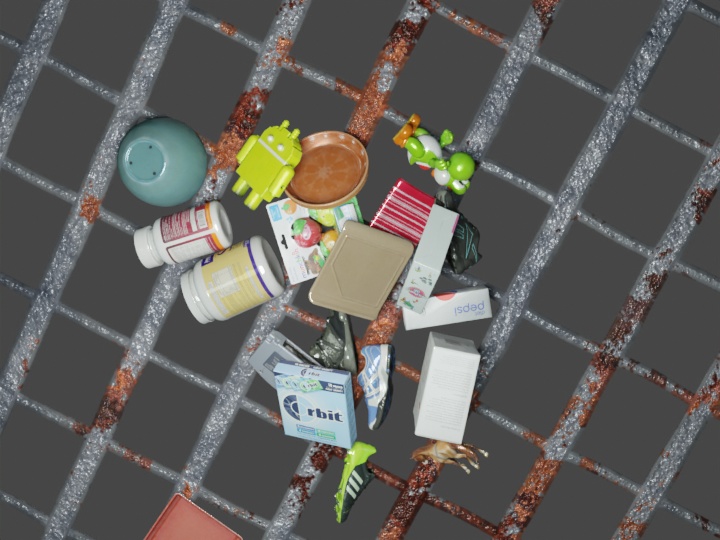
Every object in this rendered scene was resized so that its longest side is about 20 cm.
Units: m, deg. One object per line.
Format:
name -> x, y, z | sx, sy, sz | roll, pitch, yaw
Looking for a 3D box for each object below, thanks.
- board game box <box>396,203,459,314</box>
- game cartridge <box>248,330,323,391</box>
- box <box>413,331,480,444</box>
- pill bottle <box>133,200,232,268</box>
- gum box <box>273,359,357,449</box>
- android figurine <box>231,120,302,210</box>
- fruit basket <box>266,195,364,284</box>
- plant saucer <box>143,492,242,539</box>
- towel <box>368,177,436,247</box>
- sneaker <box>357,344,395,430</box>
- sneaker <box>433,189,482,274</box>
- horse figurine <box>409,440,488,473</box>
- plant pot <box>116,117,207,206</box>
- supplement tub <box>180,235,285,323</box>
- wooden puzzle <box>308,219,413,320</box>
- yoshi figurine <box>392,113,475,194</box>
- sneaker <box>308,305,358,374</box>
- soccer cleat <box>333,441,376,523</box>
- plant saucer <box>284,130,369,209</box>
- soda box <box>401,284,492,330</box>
board game box -> 0.142, -0.020, 1.493 | 0.064, 0.201, 0.149 | 21, 62, 3
game cartridge -> -0.155, 0.235, 1.614 | 0.199, 0.042, 0.133 | 39, 134, -6
box -> 0.189, 0.257, 1.573 | 0.105, 0.152, 0.203 | 11, 98, 1
pill bottle -> -0.396, -0.077, 1.581 | 0.198, 0.110, 0.111 | -16, 96, 5
gum box -> -0.099, 0.301, 1.584 | 0.168, 0.045, 0.202 | 8, 125, 18
android figurine -> -0.203, -0.235, 1.544 | 0.201, 0.041, 0.182 | -52, 51, 10
fruit basket -> -0.087, -0.087, 1.561 | 0.198, 0.094, 0.187 | -19, 96, -13
plant saucer -> -0.413, 0.664, 1.713 | 0.199, 0.037, 0.201 | 35, 98, -1
towel -> 0.085, -0.092, 1.563 | 0.144, 0.022, 0.201 | 27, 100, -35
sneaker -> 0.034, 0.266, 1.630 | 0.076, 0.076, 0.203 | 6, 92, 15
sneaker -> 0.216, -0.092, 1.563 | 0.078, 0.076, 0.202 | -21, 118, -6
horse figurine -> 0.205, 0.415, 1.598 | 0.131, 0.200, 0.050 | 26, 62, -3
plant pot -> -0.452, -0.239, 1.551 | 0.197, 0.135, 0.203 | 0, 98, 3
supplement tub -> -0.282, 0.023, 1.570 | 0.198, 0.145, 0.147 | -23, 96, 5
wooden puzzle -> 0.000, 0.000, 1.543 | 0.183, 0.037, 0.202 | 17, 109, -30
yoshi figurine -> 0.175, -0.256, 1.534 | 0.200, 0.112, 0.113 | 42, 91, -6
sneaker -> -0.072, 0.145, 1.610 | 0.113, 0.076, 0.202 | -7, 97, 4
soccer cleat -> -0.012, 0.503, 1.661 | 0.080, 0.068, 0.202 | 11, 97, -12
plant saucer -> -0.078, -0.217, 1.541 | 0.198, 0.032, 0.202 | -5, 60, 8
soda box -> 0.193, 0.083, 1.596 | 0.197, 0.063, 0.069 | -9, 96, 4
